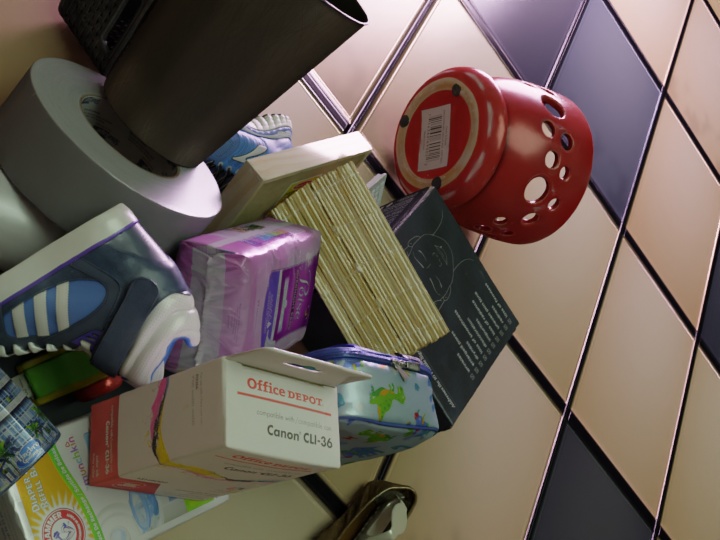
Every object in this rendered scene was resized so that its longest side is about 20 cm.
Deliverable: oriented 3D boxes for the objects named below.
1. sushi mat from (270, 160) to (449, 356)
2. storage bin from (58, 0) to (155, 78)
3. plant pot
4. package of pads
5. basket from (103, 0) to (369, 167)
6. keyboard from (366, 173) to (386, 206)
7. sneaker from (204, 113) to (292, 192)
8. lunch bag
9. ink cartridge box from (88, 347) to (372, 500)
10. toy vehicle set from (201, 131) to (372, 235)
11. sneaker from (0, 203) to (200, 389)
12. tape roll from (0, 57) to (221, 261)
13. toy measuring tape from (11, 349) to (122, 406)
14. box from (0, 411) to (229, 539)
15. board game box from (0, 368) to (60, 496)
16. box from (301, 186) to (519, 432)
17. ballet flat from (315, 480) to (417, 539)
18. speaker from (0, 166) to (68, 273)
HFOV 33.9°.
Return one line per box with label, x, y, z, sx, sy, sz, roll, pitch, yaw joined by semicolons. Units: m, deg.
sushi mat;0.000;0.000;1.164;0.201;0.095;0.012;60;-4;-2
storage bin;-0.173;-0.262;1.148;0.200;0.135;0.094;-15;65;-51
plant pot;0.158;-0.145;1.455;0.182;0.200;0.201;14;64;-42
package of pads;-0.104;0.024;1.066;0.200;0.075;0.121;-25;128;-71
basket;-0.119;-0.198;1.032;0.180;0.200;0.136;22;30;-54
keyboard;-0.035;-0.034;1.262;0.200;0.011;0.056;-43;151;-36
sneaker;-0.129;-0.108;1.198;0.200;0.078;0.090;-11;80;-51
lunch bag;-0.040;0.130;1.101;0.160;0.200;0.083;15;62;-45
ink cartridge box;-0.096;0.118;0.877;0.116;0.200;0.068;18;60;-43
toy vehicle set;-0.080;-0.076;1.193;0.027;0.124;0.200;49;32;11
sneaker;-0.224;0.055;0.926;0.147;0.200;0.081;58;6;-7
tape roll;-0.217;-0.093;1.022;0.200;0.066;0.200;38;18;-15
toy measuring tape;-0.253;0.086;0.975;0.200;0.073;0.074;-28;96;-51
box;-0.221;0.175;0.947;0.200;0.101;0.113;-16;86;-51
board game box;-0.346;0.111;0.795;0.200;0.062;0.200;-42;100;-3
box;0.048;0.049;1.299;0.200;0.124;0.197;57;39;-13
ballet flat;0.001;0.277;1.187;0.200;0.072;0.068;-41;106;-49
speaker;-0.252;-0.018;1.013;0.200;0.081;0.082;29;54;-39
